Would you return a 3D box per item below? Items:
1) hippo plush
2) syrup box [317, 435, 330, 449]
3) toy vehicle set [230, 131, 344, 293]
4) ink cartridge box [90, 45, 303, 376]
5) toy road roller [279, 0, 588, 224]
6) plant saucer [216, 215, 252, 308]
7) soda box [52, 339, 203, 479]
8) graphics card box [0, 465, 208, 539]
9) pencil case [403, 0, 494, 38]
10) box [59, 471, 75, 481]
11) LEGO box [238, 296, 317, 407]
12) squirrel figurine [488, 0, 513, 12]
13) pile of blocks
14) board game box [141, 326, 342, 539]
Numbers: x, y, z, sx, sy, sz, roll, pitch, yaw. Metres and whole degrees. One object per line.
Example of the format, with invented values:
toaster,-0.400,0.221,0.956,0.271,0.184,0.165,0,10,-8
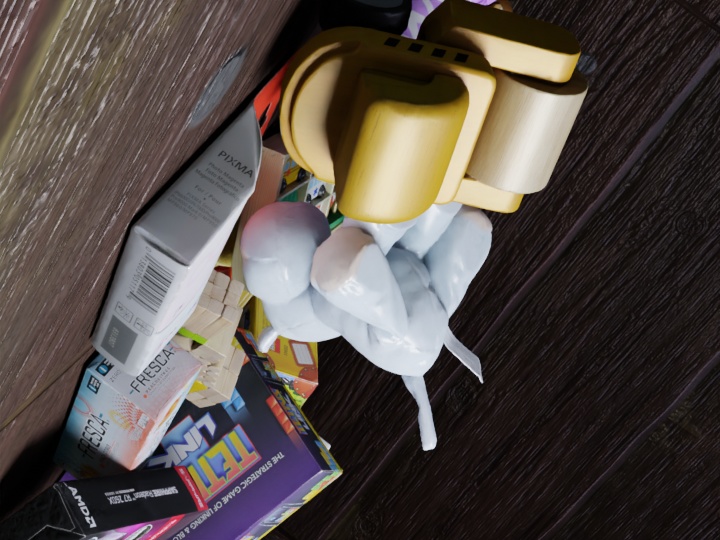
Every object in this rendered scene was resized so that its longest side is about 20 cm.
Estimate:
hippo plush,0.000,0.000,0.914,0.160,0.200,0.159,8,-132,43
syrup box,-0.137,0.158,1.186,0.082,0.200,0.079,-54,178,35
toy vehicle set,-0.046,-0.071,1.027,0.200,0.026,0.125,-41,150,-60
ink cartridge box,-0.096,-0.039,0.811,0.200,0.057,0.163,-48,176,-36
toy road roller,0.047,-0.092,0.756,0.146,0.199,0.123,-96,-160,-54
plant saucer,-0.115,-0.006,1.109,0.200,0.048,0.200,-55,180,-44
soda box,-0.191,0.117,0.958,0.064,0.068,0.200,-52,179,-36
graphics card box,-0.219,0.212,0.942,0.125,0.051,0.200,-36,163,12
pencil case,0.024,-0.170,0.939,0.200,0.085,0.084,-57,148,-21
box,-0.293,0.238,1.211,0.200,0.039,0.137,-54,180,-7
LEGO box,-0.113,0.087,1.313,0.149,0.077,0.200,-55,-155,35
squirrel figurine,0.093,-0.251,1.125,0.187,0.141,0.201,9,103,-78
pile of blocks,-0.135,0.042,0.973,0.200,0.082,0.062,102,4,-59
board game box,-0.143,0.175,1.073,0.200,0.166,0.057,-40,158,8
